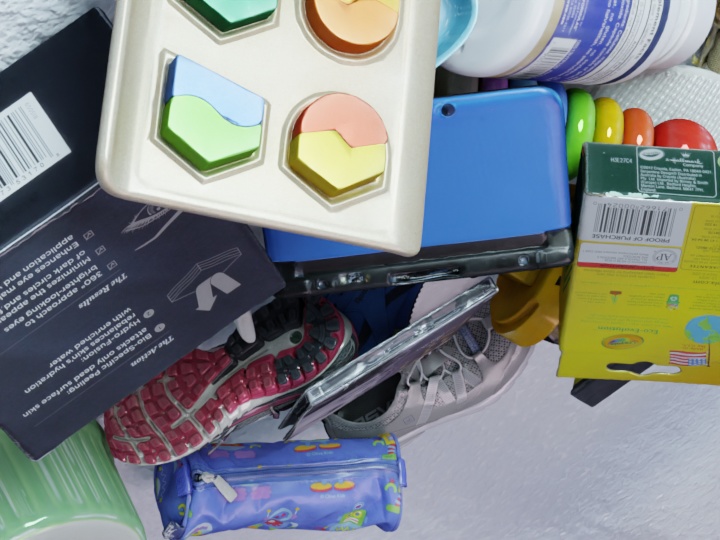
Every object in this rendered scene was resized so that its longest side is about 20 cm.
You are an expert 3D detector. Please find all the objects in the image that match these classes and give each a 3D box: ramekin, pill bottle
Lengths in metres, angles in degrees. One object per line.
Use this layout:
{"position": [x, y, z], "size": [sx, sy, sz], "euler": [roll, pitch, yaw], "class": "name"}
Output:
{"position": [-0.250, 0.199, 1.452], "size": [0.199, 0.098, 0.200], "euler": [-25, 146, -18], "class": "ramekin"}
{"position": [0.137, -0.180, 1.317], "size": [0.200, 0.120, 0.120], "euler": [-2, 134, -46], "class": "pill bottle"}

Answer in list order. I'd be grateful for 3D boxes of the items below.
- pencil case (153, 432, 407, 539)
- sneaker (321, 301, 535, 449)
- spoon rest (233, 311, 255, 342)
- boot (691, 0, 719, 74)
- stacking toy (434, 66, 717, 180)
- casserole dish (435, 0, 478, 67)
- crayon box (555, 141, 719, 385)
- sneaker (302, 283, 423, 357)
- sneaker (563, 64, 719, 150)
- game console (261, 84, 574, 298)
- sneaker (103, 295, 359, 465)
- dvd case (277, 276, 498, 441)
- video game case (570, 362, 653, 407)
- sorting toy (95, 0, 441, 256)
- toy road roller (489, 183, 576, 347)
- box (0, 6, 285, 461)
{"position": [-0.060, 0.166, 1.562], "size": [0.199, 0.078, 0.087], "euler": [0, 164, -20], "class": "pencil case"}
{"position": [0.055, 0.083, 1.617], "size": [0.200, 0.075, 0.082], "euler": [-38, 150, 3], "class": "sneaker"}
{"position": [-0.175, 0.046, 1.383], "size": [0.199, 0.061, 0.100], "euler": [-16, 143, -7], "class": "spoon rest"}
{"position": [0.275, -0.188, 1.490], "size": [0.200, 0.073, 0.156], "euler": [-17, 144, -35], "class": "boot"}
{"position": [0.146, -0.093, 1.368], "size": [0.199, 0.086, 0.086], "euler": [10, 133, -9], "class": "stacking toy"}
{"position": [-0.023, -0.147, 1.226], "size": [0.200, 0.121, 0.039], "euler": [-35, 180, -2], "class": "casserole dish"}
{"position": [0.202, 0.000, 1.379], "size": [0.126, 0.051, 0.200], "euler": [4, 140, 0], "class": "crayon box"}
{"position": [0.000, 0.000, 1.470], "size": [0.078, 0.066, 0.200], "euler": [-14, 142, -26], "class": "sneaker"}
{"position": [0.177, -0.115, 1.443], "size": [0.199, 0.082, 0.074], "euler": [2, 103, -4], "class": "sneaker"}
{"position": [0.035, -0.050, 1.339], "size": [0.199, 0.119, 0.171], "euler": [-6, -178, 2], "class": "game console"}
{"position": [-0.092, 0.088, 1.453], "size": [0.199, 0.081, 0.075], "euler": [-23, 158, 12], "class": "sneaker"}
{"position": [0.015, 0.066, 1.422], "size": [0.148, 0.016, 0.200], "euler": [-32, 175, -12], "class": "dvd case"}
{"position": [0.241, -0.010, 1.555], "size": [0.025, 0.181, 0.200], "euler": [31, 140, -14], "class": "video game case"}
{"position": [-0.043, -0.114, 1.135], "size": [0.199, 0.186, 0.036], "euler": [12, 162, -23], "class": "sorting toy"}
{"position": [0.161, -0.035, 1.524], "size": [0.146, 0.123, 0.200], "euler": [30, 88, -16], "class": "toy road roller"}
{"position": [-0.178, -0.017, 1.227], "size": [0.196, 0.118, 0.200], "euler": [-35, 147, -3], "class": "box"}
